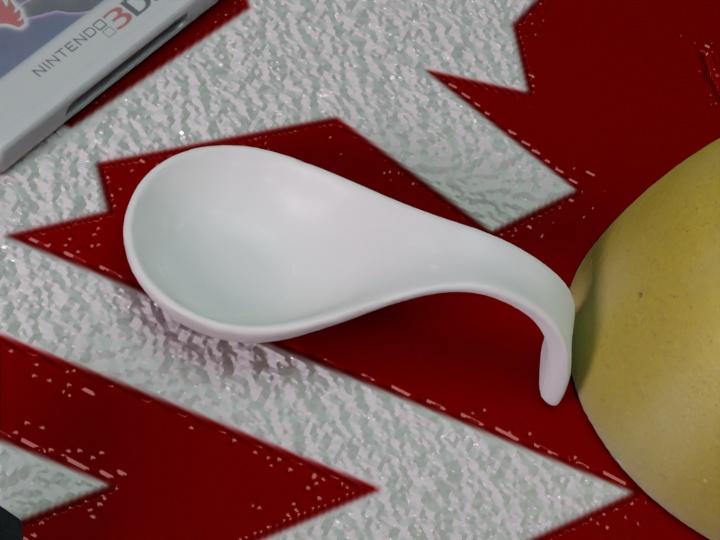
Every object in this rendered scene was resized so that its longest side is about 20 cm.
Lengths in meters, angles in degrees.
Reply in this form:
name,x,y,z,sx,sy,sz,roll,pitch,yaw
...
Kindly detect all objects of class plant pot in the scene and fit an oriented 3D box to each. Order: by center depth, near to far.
name,x,y,z,sx,sy,sz,roll,pitch,yaw
plant pot,0.203,0.006,0.979,0.199,0.142,0.200,10,51,-12

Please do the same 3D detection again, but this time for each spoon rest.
name,x,y,z,sx,sy,sz,roll,pitch,yaw
spoon rest,0.000,0.000,0.962,0.199,0.061,0.100,15,49,-10

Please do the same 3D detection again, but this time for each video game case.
name,x,y,z,sx,sy,sz,roll,pitch,yaw
video game case,-0.179,-0.151,1.038,0.200,0.023,0.182,37,50,10

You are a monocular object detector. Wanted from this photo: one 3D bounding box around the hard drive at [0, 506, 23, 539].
name,x,y,z,sx,sy,sz,roll,pitch,yaw
hard drive,-0.172,0.144,0.752,0.135,0.042,0.200,43,37,-41
